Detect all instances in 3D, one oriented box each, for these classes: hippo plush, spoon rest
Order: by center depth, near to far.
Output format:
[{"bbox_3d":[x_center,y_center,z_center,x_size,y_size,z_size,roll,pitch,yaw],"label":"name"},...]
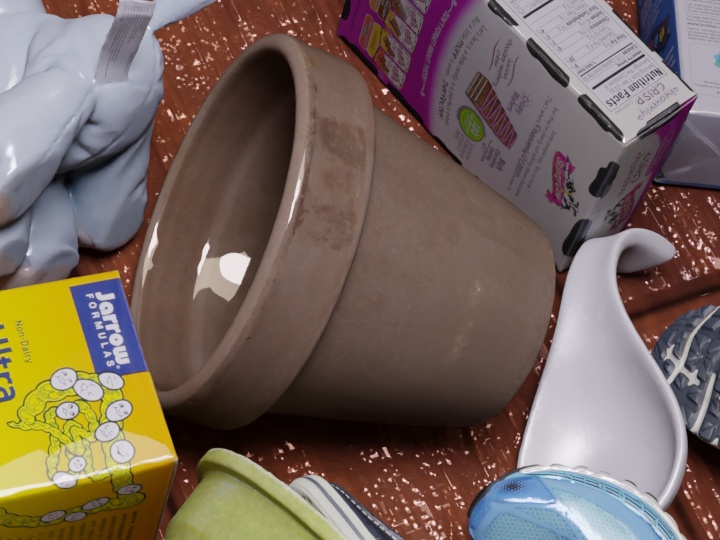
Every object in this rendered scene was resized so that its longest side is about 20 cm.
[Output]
[{"bbox_3d":[-0.193,-0.098,1.167,0.161,0.200,0.159,38,37,20],"label":"hippo plush"},{"bbox_3d":[0.130,0.057,1.203,0.061,0.099,0.200,45,41,-38],"label":"spoon rest"}]

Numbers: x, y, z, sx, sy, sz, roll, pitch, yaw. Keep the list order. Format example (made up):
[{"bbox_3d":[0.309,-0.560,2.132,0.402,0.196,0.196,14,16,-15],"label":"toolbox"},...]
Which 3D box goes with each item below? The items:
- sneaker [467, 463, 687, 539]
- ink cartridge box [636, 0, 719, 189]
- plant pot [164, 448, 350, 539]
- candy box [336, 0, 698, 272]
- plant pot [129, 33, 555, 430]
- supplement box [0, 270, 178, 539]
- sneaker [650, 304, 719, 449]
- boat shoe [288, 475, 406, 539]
[{"bbox_3d":[0.133,0.169,1.097,0.200,0.078,0.090,37,25,13],"label":"sneaker"},{"bbox_3d":[0.238,-0.147,1.348,0.136,0.076,0.200,6,60,-10],"label":"ink cartridge box"},{"bbox_3d":[-0.067,0.215,1.015,0.184,0.200,0.200,-42,76,-17],"label":"plant pot"},{"bbox_3d":[0.082,-0.115,1.259,0.061,0.136,0.200,-33,72,-26],"label":"candy box"},{"bbox_3d":[0.000,0.000,1.156,0.174,0.200,0.201,19,56,-21],"label":"plant pot"},{"bbox_3d":[-0.201,0.088,1.091,0.200,0.110,0.109,-11,63,-19],"label":"supplement box"},{"bbox_3d":[0.240,0.092,1.215,0.200,0.086,0.078,32,77,32],"label":"sneaker"},{"bbox_3d":[0.038,0.175,1.118,0.200,0.075,0.062,45,52,11],"label":"boat shoe"}]
